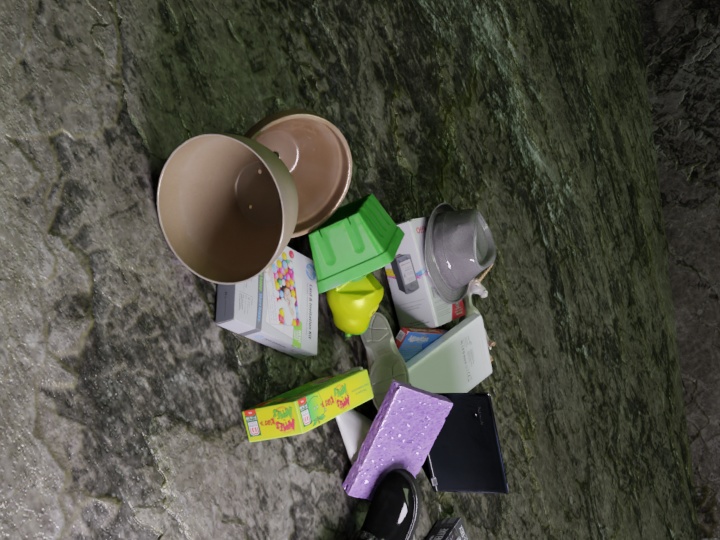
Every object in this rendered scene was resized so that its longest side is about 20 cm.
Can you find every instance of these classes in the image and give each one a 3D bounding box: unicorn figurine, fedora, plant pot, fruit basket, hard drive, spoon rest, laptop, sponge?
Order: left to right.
[{"bbox_3d":[-0.164,-0.096,1.359,0.134,0.198,0.203,-33,105,-63],"label":"plant pot"},{"bbox_3d":[-0.119,-0.160,1.504,0.201,0.201,0.093,46,2,-38],"label":"plant pot"},{"bbox_3d":[-0.005,0.252,1.607,0.100,0.060,0.203,-53,135,-54],"label":"spoon rest"},{"bbox_3d":[0.000,0.000,1.600,0.217,0.153,0.217,59,17,-30],"label":"fruit basket"},{"bbox_3d":[0.060,0.279,1.565,0.110,0.030,0.202,18,103,-29],"label":"sponge"},{"bbox_3d":[0.160,0.184,1.804,0.199,0.026,0.134,-33,123,-30],"label":"hard drive"},{"bbox_3d":[0.153,0.269,1.667,0.200,0.114,0.190,-124,-160,-70],"label":"laptop"},{"bbox_3d":[0.197,-0.043,1.838,0.178,0.089,0.201,60,32,-26],"label":"fedora"},{"bbox_3d":[0.223,0.107,1.934,0.073,0.201,0.139,-4,50,-26],"label":"unicorn figurine"}]

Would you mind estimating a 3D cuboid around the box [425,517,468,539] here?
[{"bbox_3d":[0.163,0.569,1.739,0.157,0.049,0.203,-38,110,-56],"label":"box"}]

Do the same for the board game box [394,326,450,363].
[{"bbox_3d":[0.108,0.153,1.786,0.199,0.019,0.104,10,114,-56],"label":"board game box"}]

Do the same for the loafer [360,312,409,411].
[{"bbox_3d":[0.044,0.168,1.663,0.063,0.071,0.202,74,2,-57],"label":"loafer"}]

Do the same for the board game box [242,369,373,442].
[{"bbox_3d":[-0.075,0.200,1.462,0.199,0.100,0.048,-15,90,-58],"label":"board game box"}]

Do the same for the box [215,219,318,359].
[{"bbox_3d":[-0.138,0.033,1.488,0.199,0.041,0.159,31,52,-50],"label":"box"}]

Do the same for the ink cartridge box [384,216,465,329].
[{"bbox_3d":[0.117,0.006,1.855,0.147,0.085,0.203,-12,86,-60],"label":"ink cartridge box"}]

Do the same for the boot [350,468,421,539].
[{"bbox_3d":[0.011,0.408,1.485,0.157,0.079,0.215,15,90,-55],"label":"boot"}]
